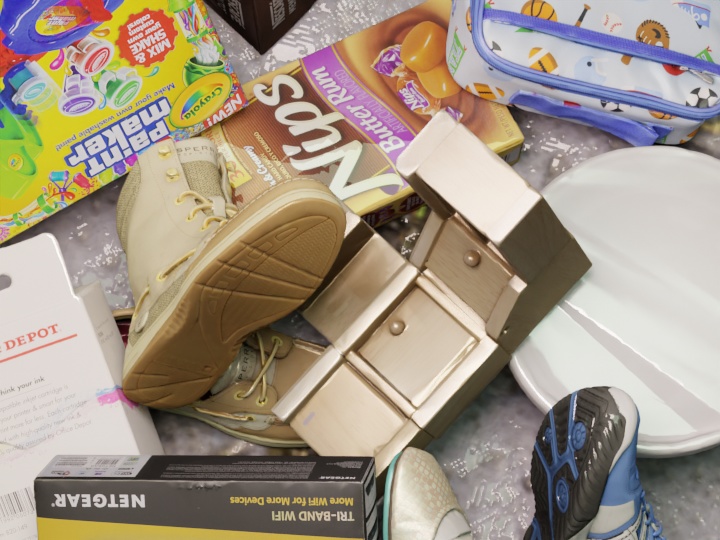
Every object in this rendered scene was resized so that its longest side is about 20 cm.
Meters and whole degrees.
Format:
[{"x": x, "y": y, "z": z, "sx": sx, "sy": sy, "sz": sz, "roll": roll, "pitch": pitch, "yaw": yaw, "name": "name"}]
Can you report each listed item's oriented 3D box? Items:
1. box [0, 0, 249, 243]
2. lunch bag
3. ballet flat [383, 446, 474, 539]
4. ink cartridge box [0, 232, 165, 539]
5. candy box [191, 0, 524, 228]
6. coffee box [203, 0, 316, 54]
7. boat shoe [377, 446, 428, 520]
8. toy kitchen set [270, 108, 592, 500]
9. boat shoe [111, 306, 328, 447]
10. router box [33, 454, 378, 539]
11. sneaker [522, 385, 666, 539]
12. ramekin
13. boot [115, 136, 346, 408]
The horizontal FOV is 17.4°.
[{"x": -0.208, "y": -0.155, "z": 1.488, "sx": 0.200, "sy": 0.193, "sz": 0.122, "roll": -30, "pitch": 39, "yaw": -7, "name": "box"}, {"x": 0.158, "y": -0.167, "z": 1.547, "sx": 0.199, "sy": 0.076, "sz": 0.161, "roll": 12, "pitch": 67, "yaw": -15, "name": "lunch bag"}, {"x": 0.052, "y": 0.204, "z": 1.402, "sx": 0.062, "sy": 0.067, "sz": 0.201, "roll": 3, "pitch": 99, "yaw": 28, "name": "ballet flat"}, {"x": -0.199, "y": 0.082, "z": 1.458, "sx": 0.116, "sy": 0.068, "sz": 0.201, "roll": -18, "pitch": 96, "yaw": 8, "name": "ink cartridge box"}, {"x": -0.006, "y": -0.088, "z": 1.558, "sx": 0.200, "sy": 0.056, "sz": 0.117, "roll": -26, "pitch": 76, "yaw": -6, "name": "candy box"}, {"x": -0.111, "y": -0.253, "z": 1.574, "sx": 0.200, "sy": 0.113, "sz": 0.080, "roll": 43, "pitch": 79, "yaw": 11, "name": "coffee box"}, {"x": -0.037, "y": 0.161, "z": 1.478, "sx": 0.064, "sy": 0.071, "sz": 0.200, "roll": 42, "pitch": 80, "yaw": 9, "name": "boat shoe"}, {"x": 0.000, "y": 0.000, "z": 1.391, "sx": 0.163, "sy": 0.180, "sz": 0.200, "roll": 42, "pitch": 90, "yaw": 19, "name": "toy kitchen set"}, {"x": -0.082, "y": 0.067, "z": 1.506, "sx": 0.199, "sy": 0.066, "sz": 0.074, "roll": 8, "pitch": 74, "yaw": 2, "name": "boat shoe"}, {"x": -0.088, "y": 0.191, "z": 1.398, "sx": 0.199, "sy": 0.052, "sz": 0.158, "roll": -1, "pitch": 103, "yaw": 10, "name": "router box"}, {"x": 0.147, "y": 0.146, "z": 1.437, "sx": 0.077, "sy": 0.200, "sz": 0.076, "roll": -4, "pitch": 43, "yaw": -13, "name": "sneaker"}, {"x": 0.183, "y": 0.029, "z": 1.505, "sx": 0.202, "sy": 0.094, "sz": 0.203, "roll": 0, "pitch": 74, "yaw": -1, "name": "ramekin"}, {"x": -0.085, "y": -0.029, "z": 1.427, "sx": 0.073, "sy": 0.200, "sz": 0.156, "roll": 17, "pitch": 44, "yaw": -29, "name": "boot"}]
